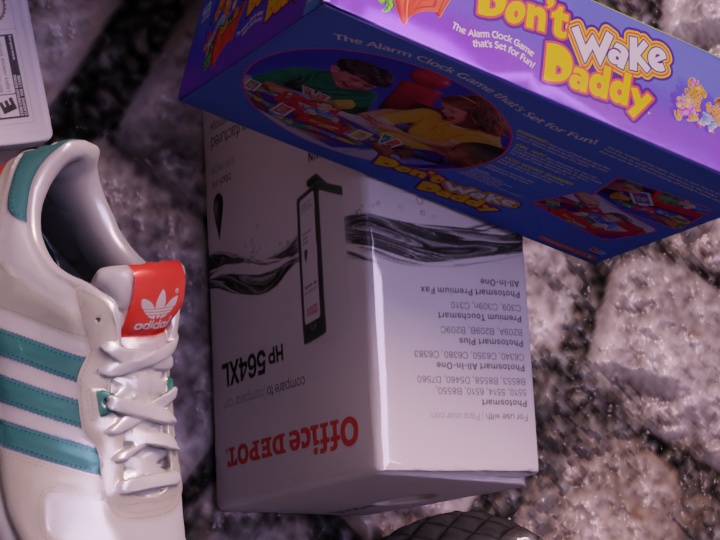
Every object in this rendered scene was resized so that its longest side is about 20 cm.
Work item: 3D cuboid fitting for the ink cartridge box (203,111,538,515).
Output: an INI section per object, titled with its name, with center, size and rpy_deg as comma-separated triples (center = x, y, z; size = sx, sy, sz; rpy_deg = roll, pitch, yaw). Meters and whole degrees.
[ink cartridge box]
center = 0.000, 0.000, 1.045
size = 0.084, 0.146, 0.202
rpy_deg = 4, 76, -31

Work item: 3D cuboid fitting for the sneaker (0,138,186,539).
[sneaker]
center = -0.100, 0.044, 0.906
size = 0.070, 0.093, 0.201
rpy_deg = -2, 63, -52

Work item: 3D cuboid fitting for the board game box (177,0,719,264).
[board game box]
center = 0.047, -0.067, 0.924
size = 0.199, 0.134, 0.045
rpy_deg = 21, 70, -22

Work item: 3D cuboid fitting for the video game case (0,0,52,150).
[video game case]
center = -0.231, -0.113, 0.993
size = 0.199, 0.018, 0.145
rpy_deg = -9, 85, -35

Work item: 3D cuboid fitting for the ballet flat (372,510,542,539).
[ballet flat]
center = 0.000, 0.156, 1.066
size = 0.199, 0.057, 0.067
rpy_deg = -27, 94, -35
